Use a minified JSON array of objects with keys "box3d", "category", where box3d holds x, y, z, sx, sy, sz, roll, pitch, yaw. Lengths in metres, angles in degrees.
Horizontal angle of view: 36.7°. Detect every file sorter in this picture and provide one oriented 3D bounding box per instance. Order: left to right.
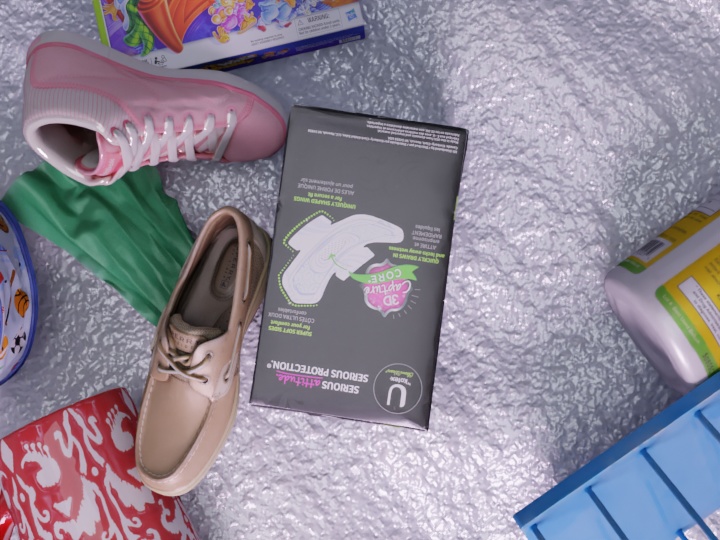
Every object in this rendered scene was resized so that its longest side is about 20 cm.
[{"box3d":[0.234,0.187,0.750,0.199,0.123,0.139,-34,133,0],"category":"file sorter"}]

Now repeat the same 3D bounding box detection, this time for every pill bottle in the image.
[{"box3d":[0.288,-0.008,0.789,0.199,0.111,0.112,-35,88,0],"category":"pill bottle"}]

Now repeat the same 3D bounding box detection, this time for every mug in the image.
[{"box3d":[-0.199,0.206,0.779,0.176,0.133,0.202,-22,84,-21],"category":"mug"}]

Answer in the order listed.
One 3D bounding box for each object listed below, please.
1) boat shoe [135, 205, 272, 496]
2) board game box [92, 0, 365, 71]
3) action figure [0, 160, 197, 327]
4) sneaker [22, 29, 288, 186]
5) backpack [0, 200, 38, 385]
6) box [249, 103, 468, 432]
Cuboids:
[{"box3d":[-0.117,0.053,0.753,0.070,0.065,0.202,11,77,16],"category":"boat shoe"},{"box3d":[-0.107,-0.226,0.835,0.197,0.045,0.136,-13,88,1],"category":"board game box"},{"box3d":[-0.164,-0.018,0.826,0.118,0.055,0.200,-45,84,-2],"category":"action figure"},{"box3d":[-0.148,-0.097,0.782,0.198,0.076,0.106,15,46,-19],"category":"sneaker"},{"box3d":[-0.330,0.023,0.780,0.188,0.154,0.203,-8,96,11],"category":"backpack"},{"box3d":[0.000,0.000,0.775,0.123,0.149,0.203,9,88,1],"category":"box"}]
